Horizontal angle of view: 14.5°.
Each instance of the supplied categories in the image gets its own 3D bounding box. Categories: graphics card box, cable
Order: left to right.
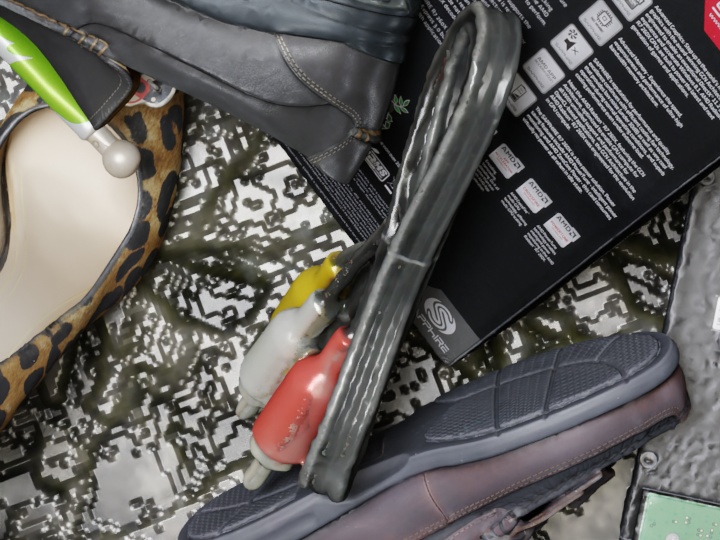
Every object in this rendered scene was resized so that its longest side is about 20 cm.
[{"bbox_3d":[0.000,0.000,0.958,0.050,0.097,0.200,16,132,-7],"label":"cable"},{"bbox_3d":[0.063,-0.068,0.969,0.126,0.051,0.200,52,130,3],"label":"graphics card box"}]

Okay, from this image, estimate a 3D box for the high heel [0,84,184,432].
[{"bbox_3d":[-0.116,-0.014,0.989,0.071,0.143,0.201,26,92,4],"label":"high heel"}]

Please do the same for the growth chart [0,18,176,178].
[{"bbox_3d":[-0.074,-0.153,0.988,0.145,0.018,0.200,40,90,-1],"label":"growth chart"}]

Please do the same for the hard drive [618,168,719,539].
[{"bbox_3d":[0.175,0.038,1.020,0.139,0.038,0.201,11,90,4],"label":"hard drive"}]

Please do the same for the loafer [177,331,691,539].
[{"bbox_3d":[0.032,0.083,1.017,0.199,0.072,0.063,-23,105,17],"label":"loafer"}]

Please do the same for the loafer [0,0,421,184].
[{"bbox_3d":[-0.083,-0.082,0.944,0.199,0.073,0.073,13,99,7],"label":"loafer"}]
